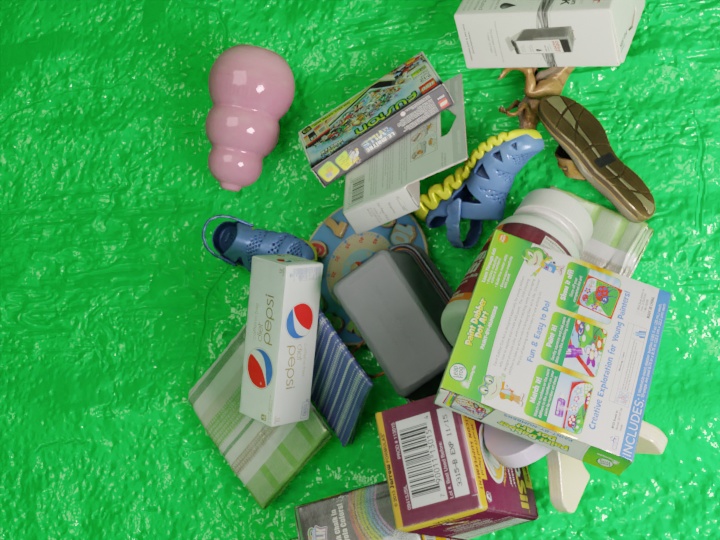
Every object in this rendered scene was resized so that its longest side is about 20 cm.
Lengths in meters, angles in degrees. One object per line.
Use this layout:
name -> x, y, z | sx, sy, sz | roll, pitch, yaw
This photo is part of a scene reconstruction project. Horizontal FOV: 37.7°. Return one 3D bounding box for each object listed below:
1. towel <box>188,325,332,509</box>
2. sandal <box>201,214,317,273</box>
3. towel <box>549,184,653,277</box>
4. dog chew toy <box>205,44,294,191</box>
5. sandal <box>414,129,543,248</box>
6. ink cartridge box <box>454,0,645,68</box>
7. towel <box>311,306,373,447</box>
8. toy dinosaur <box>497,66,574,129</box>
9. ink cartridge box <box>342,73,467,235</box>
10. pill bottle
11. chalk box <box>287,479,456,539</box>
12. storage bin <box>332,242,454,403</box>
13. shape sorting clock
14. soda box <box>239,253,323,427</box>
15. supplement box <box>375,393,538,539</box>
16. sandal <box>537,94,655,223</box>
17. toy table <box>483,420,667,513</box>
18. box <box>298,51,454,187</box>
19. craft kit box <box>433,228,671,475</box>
towel -> -0.134, 0.191, 1.394 | 0.149, 0.031, 0.200 | -49, 61, 16
sandal -> -0.145, -0.028, 1.432 | 0.199, 0.087, 0.080 | 15, 82, 37
towel -> 0.242, 0.009, 1.265 | 0.148, 0.031, 0.201 | 26, 88, 30
dog chew toy -> -0.165, -0.212, 1.491 | 0.124, 0.124, 0.202 | 11, 88, 29
sandal -> 0.155, -0.097, 1.294 | 0.200, 0.079, 0.088 | -43, 66, 39
ink cartridge box -> 0.236, -0.325, 1.303 | 0.198, 0.083, 0.147 | 4, 47, 28
towel -> -0.051, 0.109, 1.341 | 0.024, 0.145, 0.201 | -20, 58, -29
toy dinosaur -> 0.235, -0.237, 1.336 | 0.106, 0.060, 0.201 | 38, 99, 2
ink cartridge box -> 0.063, -0.152, 1.345 | 0.172, 0.044, 0.201 | -21, 37, 20
pill bottle -> 0.181, 0.008, 1.188 | 0.109, 0.110, 0.201 | 17, 56, 30
chalk box -> 0.006, 0.327, 1.242 | 0.198, 0.124, 0.126 | -20, 68, 22
storage bin -> 0.045, 0.070, 1.261 | 0.145, 0.134, 0.201 | -36, 76, 10
shape sorting clock -> 0.000, 0.000, 1.387 | 0.198, 0.039, 0.202 | -8, 72, 25
soda box -> -0.098, 0.084, 1.296 | 0.068, 0.063, 0.202 | 15, 103, 43
supplement box -> 0.111, 0.221, 1.172 | 0.102, 0.200, 0.132 | -20, 67, 20
sandal -> 0.272, -0.128, 1.261 | 0.201, 0.080, 0.054 | 55, 137, 18
toy table -> 0.227, 0.156, 1.144 | 0.200, 0.117, 0.183 | -50, 25, -18
box -> 0.018, -0.198, 1.373 | 0.199, 0.035, 0.110 | -32, 34, 7
craft kit box -> 0.196, 0.077, 1.061 | 0.196, 0.049, 0.201 | 22, 59, 3
